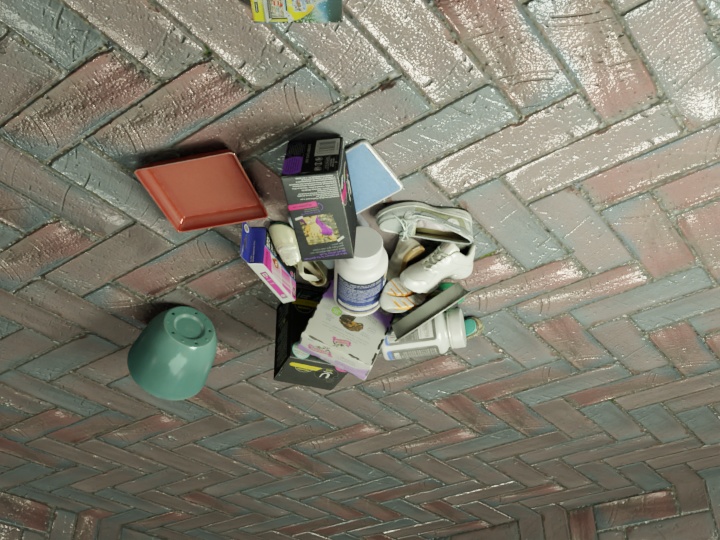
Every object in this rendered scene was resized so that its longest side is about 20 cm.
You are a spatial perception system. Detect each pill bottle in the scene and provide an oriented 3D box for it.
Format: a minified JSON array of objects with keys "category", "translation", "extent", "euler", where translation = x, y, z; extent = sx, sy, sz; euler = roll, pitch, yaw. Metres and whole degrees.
[{"category":"pill bottle","translation":[0.151,0.151,1.945],"extent":[0.200,0.114,0.114],"euler":[-8,145,11]},{"category":"pill bottle","translation":[0.000,0.000,1.662],"extent":[0.111,0.111,0.200],"euler":[1,146,-2]}]

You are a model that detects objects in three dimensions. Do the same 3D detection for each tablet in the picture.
[{"category":"tablet","translation":[-0.033,-0.160,1.542],"extent":[0.200,0.014,0.130],"euler":[-26,123,28]}]

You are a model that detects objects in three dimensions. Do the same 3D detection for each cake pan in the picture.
[{"category":"cake pan","translation":[0.149,0.086,1.731],"extent":[0.200,0.037,0.200],"euler":[-33,176,-3]}]

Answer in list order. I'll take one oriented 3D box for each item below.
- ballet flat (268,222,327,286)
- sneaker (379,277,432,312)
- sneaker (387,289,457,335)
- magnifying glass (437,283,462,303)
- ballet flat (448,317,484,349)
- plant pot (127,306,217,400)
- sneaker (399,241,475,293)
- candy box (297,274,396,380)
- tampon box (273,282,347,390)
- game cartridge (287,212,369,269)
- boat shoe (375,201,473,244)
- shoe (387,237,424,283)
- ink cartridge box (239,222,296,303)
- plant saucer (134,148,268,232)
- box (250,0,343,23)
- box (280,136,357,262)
[{"category":"ballet flat","translation":[-0.131,-0.028,1.718],"extent":[0.069,0.070,0.200],"euler":[-18,142,24]},{"category":"sneaker","translation":[0.100,0.056,1.730],"extent":[0.200,0.078,0.077],"euler":[-20,156,-52]},{"category":"sneaker","translation":[0.134,0.103,1.869],"extent":[0.200,0.081,0.074],"euler":[-17,145,21]},{"category":"magnifying glass","translation":[0.148,0.056,1.888],"extent":[0.200,0.022,0.080],"euler":[3,146,-5]},{"category":"ballet flat","translation":[0.224,0.172,2.028],"extent":[0.200,0.068,0.075],"euler":[-22,156,24]},{"category":"plant pot","translation":[-0.435,0.182,1.917],"extent":[0.200,0.201,0.161],"euler":[17,129,-24]},{"category":"sneaker","translation":[0.165,-0.021,1.698],"extent":[0.200,0.078,0.099],"euler":[-23,141,-35]},{"category":"candy box","translation":[-0.021,0.117,1.773],"extent":[0.168,0.200,0.072],"euler":[26,143,3]},{"category":"tampon box","translation":[-0.111,0.155,1.867],"extent":[0.150,0.200,0.126],"euler":[12,143,-19]},{"category":"game cartridge","translation":[-0.049,-0.076,1.678],"extent":[0.133,0.042,0.200],"euler":[-12,144,22]},{"category":"boat shoe","translation":[0.131,-0.091,1.633],"extent":[0.202,0.065,0.074],"euler":[6,145,-10]},{"category":"shoe","translation":[0.094,-0.013,1.767],"extent":[0.070,0.053,0.200],"euler":[-33,160,-26]},{"category":"ink cartridge box","translation":[-0.194,-0.020,1.703],"extent":[0.037,0.095,0.200],"euler":[-15,143,19]},{"category":"plant saucer","translation":[-0.302,-0.159,1.550],"extent":[0.200,0.037,0.200],"euler":[-9,145,11]},{"category":"box","translation":[-0.095,-0.443,1.137],"extent":[0.137,0.038,0.200],"euler":[-1,146,0]},{"category":"box","translation":[-0.071,-0.130,1.482],"extent":[0.106,0.122,0.200],"euler":[-4,131,8]}]
